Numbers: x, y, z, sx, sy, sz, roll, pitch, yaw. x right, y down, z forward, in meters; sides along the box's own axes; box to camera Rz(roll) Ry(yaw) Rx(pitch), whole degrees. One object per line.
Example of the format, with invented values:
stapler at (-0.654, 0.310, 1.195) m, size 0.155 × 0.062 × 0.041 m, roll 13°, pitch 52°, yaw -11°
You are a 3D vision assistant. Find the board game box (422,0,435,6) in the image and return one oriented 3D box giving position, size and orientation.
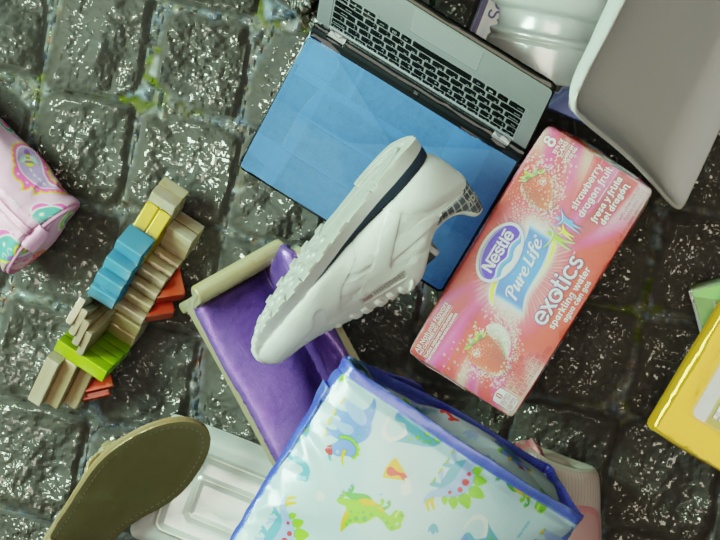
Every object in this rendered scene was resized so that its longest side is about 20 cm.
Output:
board game box at (0.015, -0.296, 1.564) m, size 0.104 × 0.023 × 0.202 m, roll 6°, pitch 72°, yaw 3°

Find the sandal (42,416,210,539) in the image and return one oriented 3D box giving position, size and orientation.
sandal at (-0.197, 0.165, 1.638) m, size 0.077 × 0.070 × 0.212 m, roll 23°, pitch 119°, yaw -30°

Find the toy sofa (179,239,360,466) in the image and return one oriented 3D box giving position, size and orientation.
toy sofa at (-0.050, 0.084, 1.585) m, size 0.082 × 0.098 × 0.201 m, roll -29°, pitch 91°, yaw -19°

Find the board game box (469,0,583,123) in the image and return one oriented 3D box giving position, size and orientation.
board game box at (0.167, -0.219, 1.581) m, size 0.135 × 0.034 × 0.201 m, roll 23°, pitch 96°, yaw 6°

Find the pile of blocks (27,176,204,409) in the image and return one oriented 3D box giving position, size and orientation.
pile of blocks at (-0.179, 0.029, 1.616) m, size 0.062 × 0.082 × 0.201 m, roll 31°, pitch 96°, yaw 4°

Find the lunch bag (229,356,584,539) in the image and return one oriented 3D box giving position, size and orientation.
lunch bag at (0.026, 0.177, 1.494) m, size 0.199 × 0.127 × 0.171 m, roll 30°, pitch 98°, yaw -16°

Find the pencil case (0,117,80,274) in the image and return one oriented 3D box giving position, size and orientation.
pencil case at (-0.309, -0.092, 1.623) m, size 0.087 × 0.087 × 0.200 m, roll -43°, pitch 89°, yaw 8°

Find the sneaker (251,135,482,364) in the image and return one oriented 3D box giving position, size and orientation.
sneaker at (0.000, 0.000, 1.514) m, size 0.080 × 0.076 × 0.200 m, roll 39°, pitch 101°, yaw -16°

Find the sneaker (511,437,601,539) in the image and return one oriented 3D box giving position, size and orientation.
sneaker at (0.089, 0.174, 1.597) m, size 0.199 × 0.075 × 0.106 m, roll 5°, pitch 99°, yaw -1°

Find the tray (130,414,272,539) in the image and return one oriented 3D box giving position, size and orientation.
tray at (-0.076, 0.197, 1.646) m, size 0.199 × 0.022 × 0.108 m, roll 21°, pitch 97°, yaw 5°

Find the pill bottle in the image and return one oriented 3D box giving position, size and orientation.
pill bottle at (0.150, -0.235, 1.503) m, size 0.119 × 0.120 × 0.202 m, roll 11°, pitch 98°, yaw 6°

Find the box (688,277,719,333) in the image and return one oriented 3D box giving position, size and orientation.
box at (0.360, 0.057, 1.578) m, size 0.199 × 0.036 × 0.145 m, roll -14°, pitch 92°, yaw 6°

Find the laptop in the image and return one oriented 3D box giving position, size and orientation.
laptop at (0.021, -0.105, 1.526) m, size 0.187 × 0.200 × 0.116 m, roll 31°, pitch 74°, yaw 4°

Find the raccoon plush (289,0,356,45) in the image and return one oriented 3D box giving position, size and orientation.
raccoon plush at (-0.107, -0.217, 1.591) m, size 0.134 × 0.097 × 0.201 m, roll -33°, pitch 90°, yaw 16°

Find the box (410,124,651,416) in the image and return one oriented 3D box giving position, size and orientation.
box at (0.129, -0.002, 1.569) m, size 0.095 × 0.100 × 0.201 m, roll 32°, pitch 97°, yaw 3°

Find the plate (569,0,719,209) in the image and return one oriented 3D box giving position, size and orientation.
plate at (0.223, -0.169, 1.499) m, size 0.032 × 0.200 × 0.201 m, roll 22°, pitch 84°, yaw 36°

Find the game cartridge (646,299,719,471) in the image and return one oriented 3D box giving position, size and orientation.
game cartridge at (0.336, 0.075, 1.549) m, size 0.176 × 0.032 × 0.201 m, roll 30°, pitch 98°, yaw 4°
